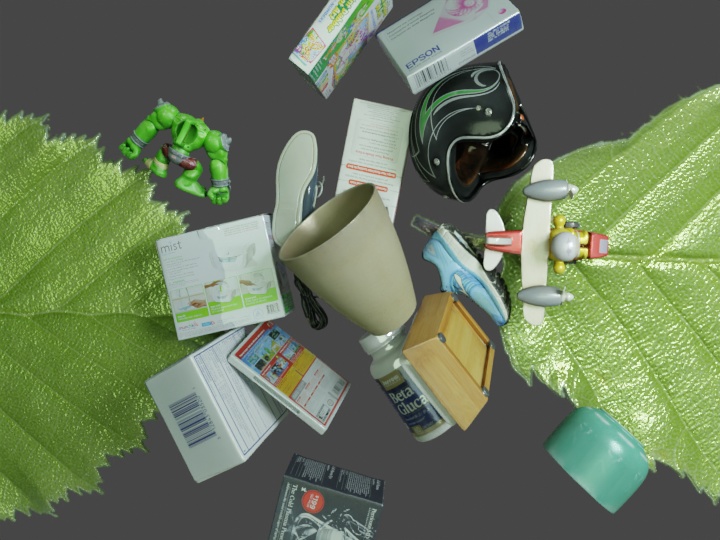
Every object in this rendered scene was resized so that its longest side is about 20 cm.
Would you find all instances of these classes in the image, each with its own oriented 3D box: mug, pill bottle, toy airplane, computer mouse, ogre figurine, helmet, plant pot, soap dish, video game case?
[{"bbox_3d":[0.402,0.306,1.057,0.152,0.185,0.115,43,94,25],"label":"mug"},{"bbox_3d":[0.085,0.179,1.079,0.110,0.111,0.202,-35,91,6],"label":"pill bottle"},{"bbox_3d":[0.292,-0.045,1.010,0.199,0.141,0.201,-42,102,-5],"label":"toy airplane"},{"bbox_3d":[-0.015,0.032,1.110,0.196,0.044,0.112,-15,92,6],"label":"computer mouse"},{"bbox_3d":[-0.304,-0.208,1.090,0.198,0.098,0.121,34,108,13],"label":"ogre figurine"},{"bbox_3d":[0.168,-0.218,1.004,0.188,0.200,0.203,-23,92,23],"label":"helmet"},{"bbox_3d":[0.000,0.000,1.002,0.186,0.188,0.201,-34,110,6],"label":"plant pot"},{"bbox_3d":[0.146,0.134,1.017,0.081,0.200,0.158,-35,99,26],"label":"soap dish"},{"bbox_3d":[-0.117,0.176,1.082,0.199,0.143,0.018,38,118,0],"label":"video game case"}]

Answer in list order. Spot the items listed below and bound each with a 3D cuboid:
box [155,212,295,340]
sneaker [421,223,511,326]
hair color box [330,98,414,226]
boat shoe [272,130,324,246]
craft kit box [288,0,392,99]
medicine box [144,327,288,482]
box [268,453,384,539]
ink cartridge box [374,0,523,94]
[{"bbox_3d":[-0.234,0.009,1.099,0.196,0.097,0.180,-13,93,6],"label":"box"},{"bbox_3d":[0.184,0.017,1.090,0.090,0.078,0.201,-41,87,25],"label":"sneaker"},{"bbox_3d":[0.022,-0.179,1.081,0.108,0.064,0.205,12,94,4],"label":"hair color box"},{"bbox_3d":[-0.104,-0.137,1.093,0.073,0.062,0.205,4,86,20],"label":"boat shoe"},{"bbox_3d":[-0.025,-0.382,1.001,0.048,0.200,0.199,35,97,1],"label":"craft kit box"},{"bbox_3d":[-0.233,0.214,1.056,0.102,0.200,0.185,-27,92,16],"label":"medicine box"},{"bbox_3d":[-0.066,0.460,1.116,0.178,0.104,0.204,14,96,2],"label":"box"},{"bbox_3d":[0.128,-0.394,1.005,0.194,0.043,0.202,-30,51,6],"label":"ink cartridge box"}]
